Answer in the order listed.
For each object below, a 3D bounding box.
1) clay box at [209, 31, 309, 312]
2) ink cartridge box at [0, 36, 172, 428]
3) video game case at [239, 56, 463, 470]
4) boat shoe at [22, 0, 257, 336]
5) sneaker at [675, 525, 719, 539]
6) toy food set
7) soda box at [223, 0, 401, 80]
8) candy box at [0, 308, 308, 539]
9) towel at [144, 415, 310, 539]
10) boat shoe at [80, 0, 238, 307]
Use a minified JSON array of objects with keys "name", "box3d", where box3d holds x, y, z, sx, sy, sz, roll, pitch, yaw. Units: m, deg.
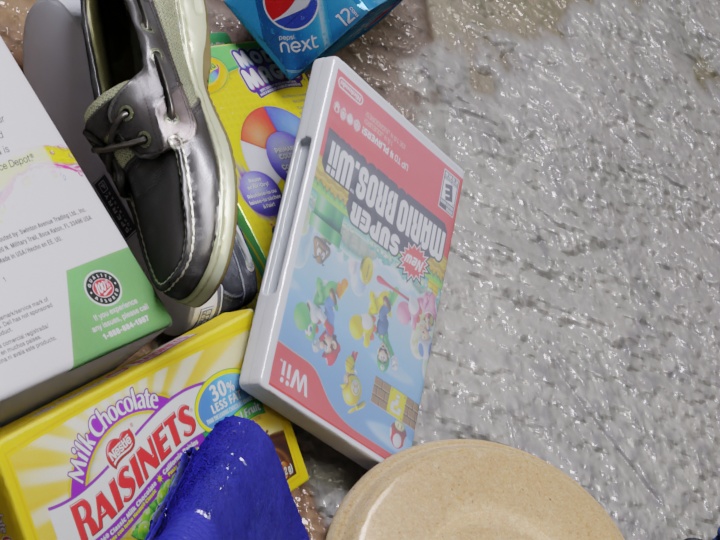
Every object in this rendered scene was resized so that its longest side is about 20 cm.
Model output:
[{"name":"clay box","box3d":[-0.060,-0.062,1.129,0.115,0.048,0.200,-16,75,-51]},{"name":"ink cartridge box","box3d":[-0.208,-0.021,0.927,0.145,0.084,0.200,-25,81,-50]},{"name":"video game case","box3d":[0.000,0.000,1.081,0.143,0.017,0.200,38,56,-46]},{"name":"boat shoe","box3d":[-0.117,-0.064,1.055,0.068,0.072,0.200,-23,82,-45]},{"name":"sneaker","box3d":[0.193,0.207,1.171,0.200,0.075,0.078,-5,55,-53]},{"name":"toy food set","box3d":[0.071,0.185,1.047,0.198,0.049,0.200,-25,71,-31]},{"name":"soda box","box3d":[-0.014,-0.179,1.199,0.064,0.068,0.200,50,21,-2]},{"name":"candy box","box3d":[-0.106,0.098,0.962,0.200,0.026,0.102,-29,102,-50]},{"name":"towel","box3d":[-0.069,0.174,0.897,0.200,0.049,0.148,-62,136,-63]},{"name":"boat shoe","box3d":[-0.111,-0.075,0.975,0.066,0.072,0.201,10,57,-34]}]
